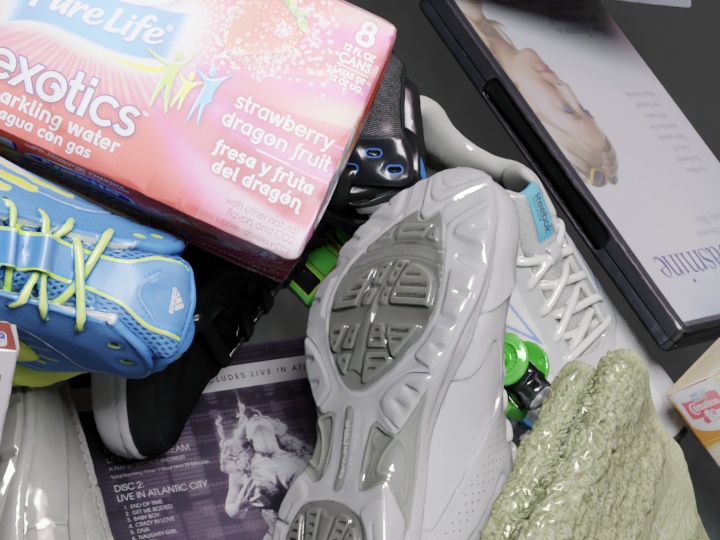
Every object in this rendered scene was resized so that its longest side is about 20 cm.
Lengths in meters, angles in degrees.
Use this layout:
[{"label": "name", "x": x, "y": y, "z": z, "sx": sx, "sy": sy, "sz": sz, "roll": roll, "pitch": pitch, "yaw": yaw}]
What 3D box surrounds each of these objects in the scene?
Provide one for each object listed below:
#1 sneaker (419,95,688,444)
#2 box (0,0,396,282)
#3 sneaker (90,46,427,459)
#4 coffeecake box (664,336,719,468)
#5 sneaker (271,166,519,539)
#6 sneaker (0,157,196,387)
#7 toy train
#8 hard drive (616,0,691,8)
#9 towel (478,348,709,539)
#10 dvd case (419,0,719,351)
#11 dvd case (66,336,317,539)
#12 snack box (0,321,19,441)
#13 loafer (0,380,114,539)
[{"label": "sneaker", "x": 0.070, "y": 0.003, "z": 0.934, "sx": 0.200, "sy": 0.087, "sz": 0.075, "roll": 43, "pitch": 54, "yaw": 7}, {"label": "box", "x": -0.096, "y": -0.080, "z": 0.780, "sx": 0.199, "sy": 0.100, "sz": 0.096, "roll": 24, "pitch": 84, "yaw": -2}, {"label": "sneaker", "x": -0.032, "y": -0.015, "z": 0.857, "sx": 0.111, "sy": 0.073, "sz": 0.201, "roll": 9, "pitch": 70, "yaw": 17}, {"label": "coffeecake box", "x": 0.251, "y": 0.081, "z": 0.928, "sx": 0.153, "sy": 0.073, "sz": 0.200, "roll": -40, "pitch": 95, "yaw": -34}, {"label": "sneaker", "x": 0.028, "y": 0.061, "z": 0.841, "sx": 0.099, "sy": 0.078, "sz": 0.201, "roll": 17, "pitch": 90, "yaw": -46}, {"label": "sneaker", "x": -0.115, "y": -0.013, "z": 0.730, "sx": 0.104, "sy": 0.200, "sz": 0.076, "roll": 3, "pitch": 73, "yaw": 19}, {"label": "toy train", "x": 0.000, "y": 0.000, "z": 0.913, "sx": 0.200, "sy": 0.042, "sz": 0.056, "roll": 44, "pitch": 99, "yaw": 22}, {"label": "hard drive", "x": 0.047, "y": -0.163, "z": 1.010, "sx": 0.199, "sy": 0.043, "sz": 0.135, "roll": 5, "pitch": 16, "yaw": -16}, {"label": "towel", "x": 0.087, "y": 0.142, "z": 0.834, "sx": 0.200, "sy": 0.036, "sz": 0.149, "roll": -56, "pitch": 131, "yaw": -38}, {"label": "dvd case", "x": 0.123, "y": -0.054, "z": 0.995, "sx": 0.142, "sy": 0.018, "sz": 0.200, "roll": -8, "pitch": 60, "yaw": -54}, {"label": "dvd case", "x": -0.027, "y": 0.120, "z": 0.867, "sx": 0.148, "sy": 0.016, "sz": 0.201, "roll": -7, "pitch": 62, "yaw": -24}, {"label": "snack box", "x": -0.169, "y": 0.107, "z": 0.727, "sx": 0.072, "sy": 0.201, "sz": 0.024, "roll": 8, "pitch": 22, "yaw": -16}, {"label": "loafer", "x": -0.122, "y": 0.114, "z": 0.813, "sx": 0.070, "sy": 0.070, "sz": 0.201, "roll": 25, "pitch": 44, "yaw": -41}]
